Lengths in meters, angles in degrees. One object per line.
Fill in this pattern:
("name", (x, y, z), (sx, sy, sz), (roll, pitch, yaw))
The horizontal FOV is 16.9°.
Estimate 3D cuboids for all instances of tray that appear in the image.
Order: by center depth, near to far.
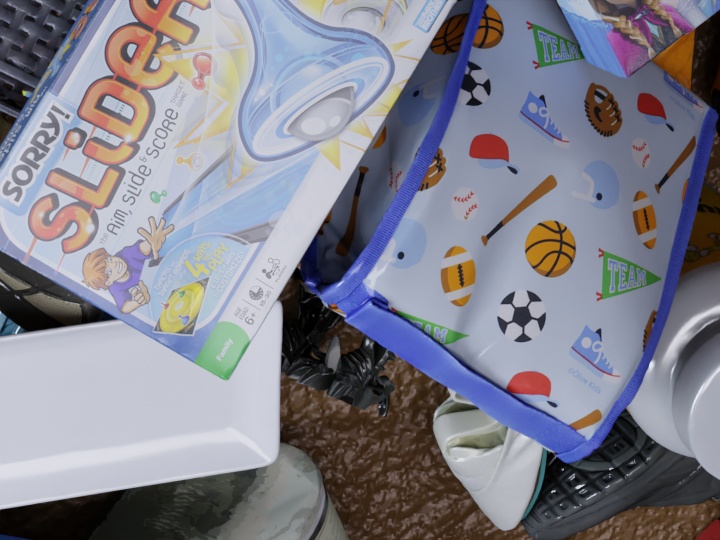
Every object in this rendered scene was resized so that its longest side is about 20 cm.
("tray", (-0.138, 0.066, 1.225), (0.200, 0.022, 0.107), (-8, 124, -15))

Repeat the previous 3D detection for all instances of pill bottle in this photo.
("pill bottle", (0.179, 0.030, 1.280), (0.113, 0.200, 0.113), (-5, 115, -11))

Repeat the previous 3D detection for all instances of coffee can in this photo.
("coffee can", (-0.053, 0.216, 1.340), (0.146, 0.146, 0.200), (-24, 117, -2))

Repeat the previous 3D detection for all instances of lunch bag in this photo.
("lunch bag", (0.065, -0.027, 1.167), (0.170, 0.200, 0.124), (33, 144, -26))

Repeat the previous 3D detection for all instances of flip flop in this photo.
("flip flop", (-0.197, -0.051, 1.218), (0.200, 0.058, 0.081), (45, 142, -5))

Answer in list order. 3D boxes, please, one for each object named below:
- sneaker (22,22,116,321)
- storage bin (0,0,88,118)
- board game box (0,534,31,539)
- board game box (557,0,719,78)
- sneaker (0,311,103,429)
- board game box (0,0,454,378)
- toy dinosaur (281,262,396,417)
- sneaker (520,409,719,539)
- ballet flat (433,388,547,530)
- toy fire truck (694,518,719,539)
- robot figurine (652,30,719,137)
("sneaker", (-0.113, -0.036, 1.252), (0.083, 0.071, 0.200), (-16, 114, 1))
("storage bin", (-0.109, -0.105, 1.137), (0.200, 0.135, 0.094), (25, 83, -19))
("board game box", (-0.212, 0.200, 1.291), (0.200, 0.034, 0.135), (6, 119, 28))
("board game box", (0.146, -0.225, 1.096), (0.200, 0.043, 0.199), (-38, 119, -11))
("sneaker", (-0.163, 0.039, 1.268), (0.200, 0.082, 0.074), (34, 102, -24))
("board game box", (-0.065, -0.072, 1.052), (0.135, 0.034, 0.200), (31, 89, -19))
("toy dinosaur", (0.000, 0.000, 1.287), (0.200, 0.102, 0.136), (24, 87, -15))
("sneaker", (0.185, 0.106, 1.391), (0.200, 0.076, 0.091), (-31, 124, 4))
("ballet flat", (0.073, 0.070, 1.325), (0.069, 0.069, 0.200), (1, 136, -14))
("toy fire truck", (0.224, 0.236, 1.470), (0.141, 0.049, 0.200), (40, 99, -26))
("robot figurine", (0.175, -0.125, 1.246), (0.145, 0.058, 0.200), (-13, 142, -8))
